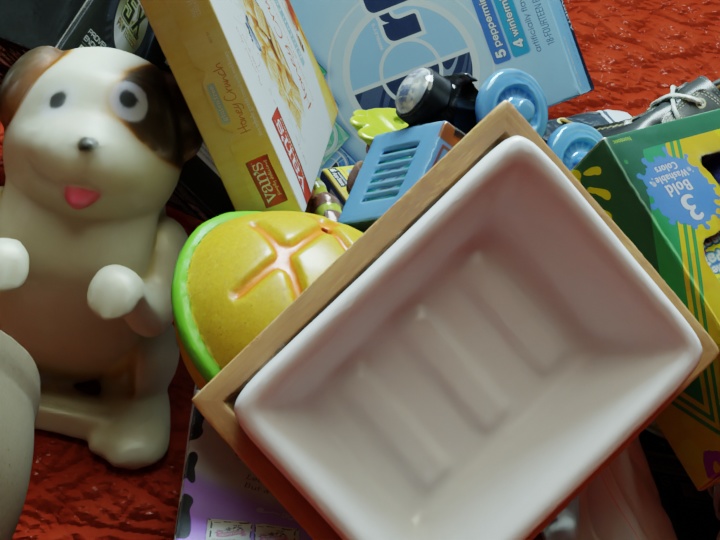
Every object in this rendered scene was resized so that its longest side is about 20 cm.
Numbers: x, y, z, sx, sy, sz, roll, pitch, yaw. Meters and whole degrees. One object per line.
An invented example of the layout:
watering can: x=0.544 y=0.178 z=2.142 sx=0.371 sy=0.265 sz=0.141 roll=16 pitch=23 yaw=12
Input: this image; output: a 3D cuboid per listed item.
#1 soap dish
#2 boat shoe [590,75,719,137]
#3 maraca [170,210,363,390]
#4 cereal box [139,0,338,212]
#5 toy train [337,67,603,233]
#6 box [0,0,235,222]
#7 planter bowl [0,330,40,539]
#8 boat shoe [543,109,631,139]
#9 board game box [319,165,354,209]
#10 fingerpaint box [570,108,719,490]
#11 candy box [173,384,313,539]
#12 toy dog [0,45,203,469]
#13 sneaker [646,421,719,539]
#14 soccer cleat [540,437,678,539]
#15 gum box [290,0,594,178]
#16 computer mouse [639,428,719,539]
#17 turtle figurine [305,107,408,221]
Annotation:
soap dish: x=0.043 y=0.047 z=1.049 sx=0.158 sy=0.200 sz=0.081 roll=48 pitch=-7 yaw=-10
boat shoe: x=0.200 y=-0.092 z=1.437 sx=0.199 sy=0.068 sz=0.072 roll=-12 pitch=32 yaw=-29
maraca: x=-0.007 y=0.042 z=1.142 sx=0.199 sy=0.107 sz=0.138 roll=28 pitch=48 yaw=-17
cereal box: x=-0.063 y=-0.117 z=1.246 sx=0.039 sy=0.145 sz=0.200 roll=-21 pitch=17 yaw=11
toy train: x=0.087 y=-0.024 z=1.212 sx=0.199 sy=0.115 sz=0.086 roll=34 pitch=-19 yaw=-27
box: x=-0.157 y=-0.128 z=1.361 sx=0.163 sy=0.200 sz=0.086 roll=23 pitch=75 yaw=40
planter bowl: x=-0.246 y=0.114 z=1.038 sx=0.198 sy=0.201 sz=0.136 roll=2 pitch=61 yaw=-13
boat shoe: x=0.158 y=-0.040 z=1.477 sx=0.090 sy=0.071 sz=0.201 roll=-4 pitch=30 yaw=-17
board game box: x=0.099 y=0.004 z=1.393 sx=0.198 sy=0.062 sz=0.200 roll=-6 pitch=37 yaw=-25
fingerpaint box: x=0.211 y=0.001 z=1.159 sx=0.199 sy=0.073 sz=0.168 roll=-15 pitch=68 yaw=-41
candy box: x=-0.012 y=0.137 z=1.155 sx=0.166 sy=0.072 sz=0.201 roll=9 pitch=34 yaw=-3
toy dog: x=-0.143 y=-0.022 z=1.235 sx=0.138 sy=0.201 sz=0.194 roll=17 pitch=34 yaw=8
sneaker: x=0.188 y=0.102 z=1.197 sx=0.115 sy=0.074 sz=0.201 roll=15 pitch=49 yaw=5
soccer cleat: x=0.121 y=0.112 z=1.153 sx=0.069 sy=0.202 sz=0.077 roll=-10 pitch=-3 yaw=42
gum box: x=0.026 y=-0.160 z=1.441 sx=0.199 sy=0.171 sz=0.045 roll=-18 pitch=4 yaw=20
computer mouse: x=0.156 y=0.094 z=1.267 sx=0.138 sy=0.053 sz=0.201 roll=16 pitch=43 yaw=-22
turtle figurine: x=0.000 y=0.000 z=1.294 sx=0.064 sy=0.162 sz=0.201 roll=12 pitch=42 yaw=-18
